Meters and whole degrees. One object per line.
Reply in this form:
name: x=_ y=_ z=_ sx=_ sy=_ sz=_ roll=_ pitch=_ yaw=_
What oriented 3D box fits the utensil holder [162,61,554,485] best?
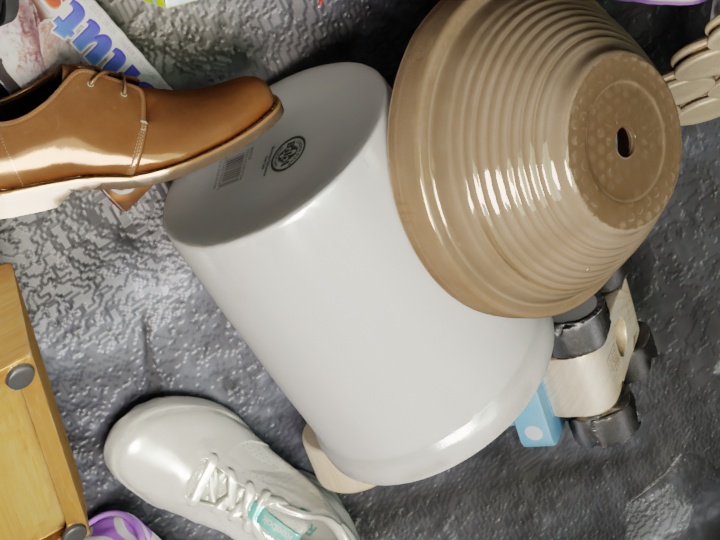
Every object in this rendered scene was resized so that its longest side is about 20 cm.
utensil holder: x=0.000 y=0.000 z=1.180 sx=0.170 sy=0.170 sz=0.200 roll=-40 pitch=122 yaw=-8

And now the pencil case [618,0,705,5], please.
pencil case: x=0.192 y=-0.266 z=1.227 sx=0.083 sy=0.086 sz=0.202 roll=6 pitch=111 yaw=10

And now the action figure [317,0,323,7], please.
action figure: x=0.006 y=-0.230 z=1.107 sx=0.065 sy=0.100 sz=0.201 roll=-1 pitch=142 yaw=0

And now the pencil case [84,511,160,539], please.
pencil case: x=-0.116 y=0.240 z=1.257 sx=0.084 sy=0.085 sz=0.200 roll=-45 pitch=123 yaw=-6

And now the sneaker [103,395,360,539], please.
sneaker: x=-0.069 y=0.146 z=1.250 sx=0.199 sy=0.088 sz=0.076 roll=29 pitch=97 yaw=-33

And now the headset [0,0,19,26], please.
headset: x=-0.232 y=-0.169 z=1.009 sx=0.123 sy=0.094 sz=0.200 roll=-1 pitch=137 yaw=-51

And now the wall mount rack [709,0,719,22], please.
wall mount rack: x=0.273 y=-0.238 z=1.220 sx=0.174 sy=0.074 sz=0.202 roll=59 pitch=47 yaw=-70

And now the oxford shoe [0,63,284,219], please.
oxford shoe: x=-0.137 y=-0.085 z=1.102 sx=0.198 sy=0.071 sz=0.072 roll=-15 pitch=112 yaw=-19

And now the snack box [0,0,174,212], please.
snack box: x=-0.174 y=-0.126 z=1.121 sx=0.072 sy=0.024 sz=0.200 roll=-45 pitch=123 yaw=-6

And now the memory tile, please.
memory tile: x=0.255 y=-0.136 z=1.261 sx=0.152 sy=0.200 sz=0.017 roll=-11 pitch=76 yaw=-20

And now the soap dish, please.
soap dish: x=-0.240 y=0.109 z=1.119 sx=0.157 sy=0.081 sz=0.201 roll=-27 pitch=139 yaw=-18

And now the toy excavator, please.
toy excavator: x=0.079 y=0.071 z=1.297 sx=0.100 sy=0.198 sz=0.195 roll=68 pitch=30 yaw=-29

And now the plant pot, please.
plant pot: x=0.117 y=-0.073 z=1.116 sx=0.200 sy=0.092 sz=0.203 roll=0 pitch=90 yaw=-42

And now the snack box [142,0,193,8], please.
snack box: x=-0.081 y=-0.197 z=1.022 sx=0.168 sy=0.200 sz=0.068 roll=-20 pitch=112 yaw=-28
